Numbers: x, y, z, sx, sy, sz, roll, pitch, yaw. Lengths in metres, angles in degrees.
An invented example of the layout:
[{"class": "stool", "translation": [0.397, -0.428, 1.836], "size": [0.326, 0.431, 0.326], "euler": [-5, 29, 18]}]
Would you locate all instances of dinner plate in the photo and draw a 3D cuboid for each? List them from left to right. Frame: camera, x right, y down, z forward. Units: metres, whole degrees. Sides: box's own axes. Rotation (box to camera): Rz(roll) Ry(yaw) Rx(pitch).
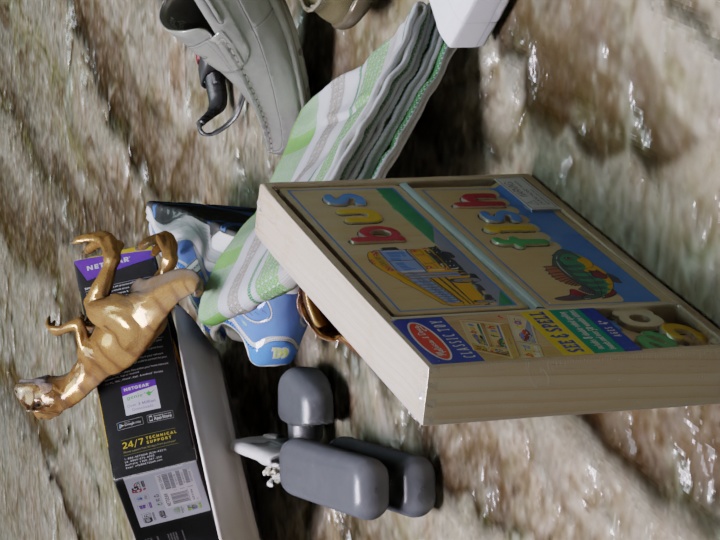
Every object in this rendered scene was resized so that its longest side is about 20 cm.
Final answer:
[{"class": "dinner plate", "translation": [-0.082, 0.115, 1.360], "size": [0.200, 0.024, 0.201], "euler": [167, 90, -86]}]

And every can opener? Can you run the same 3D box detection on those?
[{"class": "can opener", "translation": [-0.019, 0.096, 1.213], "size": [0.200, 0.052, 0.067], "euler": [-163, 72, -67]}]

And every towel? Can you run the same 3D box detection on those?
[{"class": "towel", "translation": [-0.023, -0.050, 1.129], "size": [0.149, 0.031, 0.200], "euler": [-61, 13, -20]}]

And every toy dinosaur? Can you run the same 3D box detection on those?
[{"class": "toy dinosaur", "translation": [-0.124, 0.022, 1.261], "size": [0.200, 0.060, 0.107], "euler": [-40, 44, 42]}]

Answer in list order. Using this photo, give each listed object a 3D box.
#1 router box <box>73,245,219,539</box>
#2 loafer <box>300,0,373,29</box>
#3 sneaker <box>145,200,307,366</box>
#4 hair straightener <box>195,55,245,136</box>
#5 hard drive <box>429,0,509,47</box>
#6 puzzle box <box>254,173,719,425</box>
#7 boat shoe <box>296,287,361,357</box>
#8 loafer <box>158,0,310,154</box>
[{"class": "router box", "translation": [-0.125, 0.105, 1.389], "size": [0.200, 0.052, 0.158], "euler": [81, 174, -56]}, {"class": "loafer", "translation": [-0.032, -0.223, 1.179], "size": [0.076, 0.067, 0.201], "euler": [144, 120, -65]}, {"class": "sneaker", "translation": [-0.082, 0.002, 1.330], "size": [0.200, 0.075, 0.077], "euler": [-152, 65, -67]}, {"class": "hair straightener", "translation": [-0.098, -0.184, 1.392], "size": [0.077, 0.041, 0.201], "euler": [169, 97, -69]}, {"class": "hard drive", "translation": [0.063, -0.212, 0.993], "size": [0.200, 0.027, 0.132], "euler": [118, 144, -54]}, {"class": "puzzle box", "translation": [0.049, 0.006, 0.914], "size": [0.200, 0.133, 0.026], "euler": [-134, 45, -59]}, {"class": "boat shoe", "translation": [0.000, 0.001, 1.128], "size": [0.200, 0.067, 0.072], "euler": [-141, 51, -63]}, {"class": "loafer", "translation": [-0.076, -0.145, 1.233], "size": [0.070, 0.070, 0.200], "euler": [-114, 4, -55]}]
